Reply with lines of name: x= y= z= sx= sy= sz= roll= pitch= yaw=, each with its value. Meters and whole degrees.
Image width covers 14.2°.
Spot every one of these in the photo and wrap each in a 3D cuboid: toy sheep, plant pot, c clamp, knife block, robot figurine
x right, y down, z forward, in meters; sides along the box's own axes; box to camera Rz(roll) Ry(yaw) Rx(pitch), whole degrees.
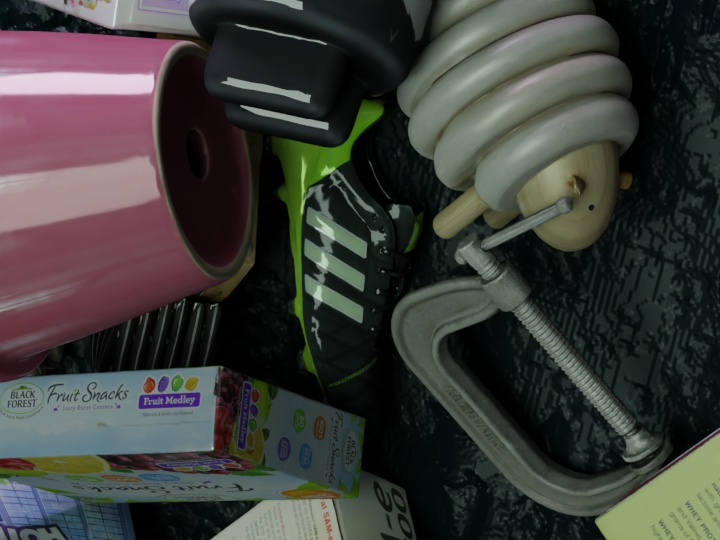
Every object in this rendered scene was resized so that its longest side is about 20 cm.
toy sheep: x=0.078 y=-0.101 z=1.549 sx=0.138 sy=0.138 sz=0.201 roll=-35 pitch=77 yaw=28
plant pot: x=-0.162 y=-0.045 z=1.523 sx=0.178 sy=0.200 sz=0.201 roll=-8 pitch=98 yaw=20
c clamp: x=0.100 y=0.059 z=1.575 sx=0.170 sy=0.027 sz=0.200 roll=-16 pitch=120 yaw=43
knife block: x=-0.113 y=-0.024 z=1.689 sx=0.176 sy=0.064 sz=0.201 roll=137 pitch=139 yaw=-63
robot figurine: x=-0.015 y=-0.168 z=1.497 sx=0.150 sy=0.124 sz=0.201 roll=-15 pitch=55 yaw=64

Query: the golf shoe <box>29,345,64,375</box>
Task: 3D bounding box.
golf shoe: x=-0.278 y=0.017 z=1.784 sx=0.200 sy=0.078 sz=0.097 roll=47 pitch=123 yaw=11

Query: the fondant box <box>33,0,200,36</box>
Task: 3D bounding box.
fondant box: x=-0.134 y=-0.213 z=1.595 sx=0.200 sy=0.058 sz=0.145 roll=-153 pitch=70 yaw=-65

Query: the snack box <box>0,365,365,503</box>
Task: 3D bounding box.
snack box: x=-0.118 y=0.095 z=1.624 sx=0.199 sy=0.142 sz=0.053 roll=-4 pitch=75 yaw=34

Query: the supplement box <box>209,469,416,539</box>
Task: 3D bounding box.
supplement box: x=-0.053 y=0.217 z=1.682 sx=0.200 sy=0.073 sz=0.126 roll=-37 pitch=47 yaw=28

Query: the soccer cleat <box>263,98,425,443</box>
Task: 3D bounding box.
soccer cleat: x=0.000 y=0.000 z=1.647 sx=0.081 sy=0.068 sz=0.201 roll=-8 pitch=97 yaw=15

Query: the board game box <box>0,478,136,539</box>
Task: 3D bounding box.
board game box: x=-0.202 y=0.190 z=1.665 sx=0.200 sy=0.199 sz=0.062 roll=54 pitch=126 yaw=48

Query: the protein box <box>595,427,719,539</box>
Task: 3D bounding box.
protein box: x=0.273 y=0.143 z=1.498 sx=0.200 sy=0.135 sz=0.199 roll=-39 pitch=82 yaw=28
